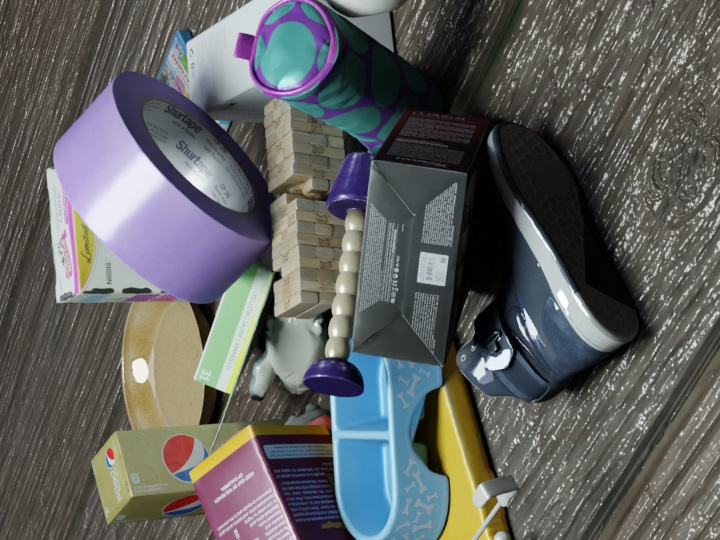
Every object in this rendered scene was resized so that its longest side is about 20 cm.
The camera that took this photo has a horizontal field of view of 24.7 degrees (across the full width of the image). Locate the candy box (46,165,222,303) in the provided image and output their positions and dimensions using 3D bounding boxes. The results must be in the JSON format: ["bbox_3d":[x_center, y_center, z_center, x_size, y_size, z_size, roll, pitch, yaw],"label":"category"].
[{"bbox_3d":[-0.207,-0.040,1.637,0.061,0.198,0.138,-19,75,55],"label":"candy box"}]

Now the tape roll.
[{"bbox_3d":[-0.168,-0.074,1.450,0.085,0.199,0.201,-42,52,18],"label":"tape roll"}]

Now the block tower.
[{"bbox_3d":[-0.046,-0.062,1.418,0.058,0.053,0.203,-28,61,57],"label":"block tower"}]

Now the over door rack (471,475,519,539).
[{"bbox_3d":[0.127,0.255,1.221,0.148,0.066,0.201,56,153,25],"label":"over door rack"}]

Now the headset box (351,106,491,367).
[{"bbox_3d":[0.051,-0.034,1.274,0.200,0.076,0.151,-65,-18,-69],"label":"headset box"}]

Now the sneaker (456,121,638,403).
[{"bbox_3d":[0.116,0.002,1.257,0.146,0.076,0.204,-47,54,43],"label":"sneaker"}]

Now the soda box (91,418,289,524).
[{"bbox_3d":[-0.147,0.188,1.548,0.064,0.198,0.068,-48,53,45],"label":"soda box"}]

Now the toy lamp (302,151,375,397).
[{"bbox_3d":[-0.009,-0.001,1.353,0.058,0.058,0.202,-25,51,54],"label":"toy lamp"}]

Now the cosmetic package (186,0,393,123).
[{"bbox_3d":[-0.067,-0.196,1.503,0.199,0.112,0.082,-16,77,58],"label":"cosmetic package"}]

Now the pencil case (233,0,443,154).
[{"bbox_3d":[-0.012,-0.152,1.329,0.091,0.199,0.086,12,85,29],"label":"pencil case"}]

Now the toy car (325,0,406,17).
[{"bbox_3d":[0.046,-0.299,1.271,0.149,0.199,0.177,-2,106,40],"label":"toy car"}]

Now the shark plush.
[{"bbox_3d":[-0.069,0.038,1.507,0.084,0.090,0.202,-91,-9,-54],"label":"shark plush"}]

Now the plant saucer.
[{"bbox_3d":[-0.201,0.108,1.779,0.199,0.035,0.203,3,94,57],"label":"plant saucer"}]

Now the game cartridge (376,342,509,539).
[{"bbox_3d":[0.053,0.185,1.403,0.176,0.032,0.202,-40,60,49],"label":"game cartridge"}]

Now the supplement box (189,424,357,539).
[{"bbox_3d":[-0.050,0.239,1.402,0.085,0.110,0.202,-38,65,28],"label":"supplement box"}]

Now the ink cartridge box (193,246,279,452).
[{"bbox_3d":[-0.117,0.055,1.545,0.200,0.047,0.147,-68,0,-61],"label":"ink cartridge box"}]

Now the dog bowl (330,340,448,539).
[{"bbox_3d":[0.019,0.136,1.378,0.111,0.049,0.203,-7,85,56],"label":"dog bowl"}]

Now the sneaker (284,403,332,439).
[{"bbox_3d":[-0.046,0.226,1.515,0.098,0.070,0.203,33,115,46],"label":"sneaker"}]

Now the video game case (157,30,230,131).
[{"bbox_3d":[-0.202,-0.138,1.793,0.144,0.018,0.201,61,138,37],"label":"video game case"}]
